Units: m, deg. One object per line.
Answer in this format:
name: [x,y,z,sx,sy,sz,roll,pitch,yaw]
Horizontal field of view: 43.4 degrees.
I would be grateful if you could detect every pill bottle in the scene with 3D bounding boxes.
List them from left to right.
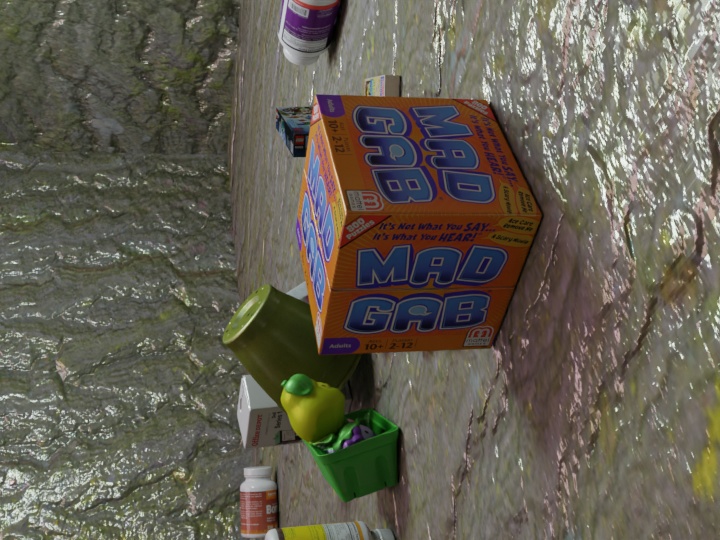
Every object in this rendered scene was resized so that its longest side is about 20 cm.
pill bottle: [-0.304,0.691,2.707,0.112,0.112,0.201,149,119,-75]
pill bottle: [-0.103,-0.503,1.789,0.200,0.112,0.113,111,155,-57]
pill bottle: [-0.047,0.452,1.416,0.109,0.199,0.110,179,90,-76]

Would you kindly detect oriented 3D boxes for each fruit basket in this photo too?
fruit basket: [-0.036,0.248,1.450,0.216,0.155,0.217,164,90,-77]

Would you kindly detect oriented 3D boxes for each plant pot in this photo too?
plant pot: [-0.130,0.130,1.590,0.200,0.193,0.201,-44,18,18]

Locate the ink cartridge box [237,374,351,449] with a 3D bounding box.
ink cartridge box: [-0.130,0.266,1.750,0.145,0.199,0.084,104,157,-47]

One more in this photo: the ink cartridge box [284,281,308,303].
ink cartridge box: [-0.117,0.119,1.771,0.043,0.200,0.197,23,124,25]

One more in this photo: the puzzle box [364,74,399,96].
puzzle box: [0.031,-0.204,1.430,0.133,0.025,0.201,-149,59,-74]

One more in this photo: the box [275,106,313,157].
box: [-0.055,-0.222,1.439,0.200,0.136,0.038,-121,31,-65]

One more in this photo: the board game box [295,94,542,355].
board game box: [0.048,-0.050,0.987,0.200,0.199,0.200,-105,19,-44]
